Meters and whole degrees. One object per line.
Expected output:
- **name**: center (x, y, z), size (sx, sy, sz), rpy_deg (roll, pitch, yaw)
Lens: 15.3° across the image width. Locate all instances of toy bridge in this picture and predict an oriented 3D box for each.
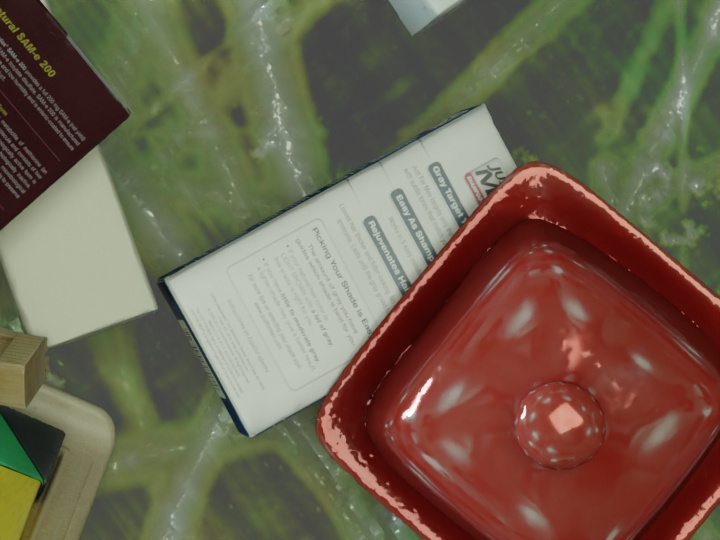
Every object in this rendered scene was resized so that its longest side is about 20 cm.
- **toy bridge**: center (-0.255, 0.033, 1.381), size (0.200, 0.067, 0.027), rpy_deg (6, 119, 14)

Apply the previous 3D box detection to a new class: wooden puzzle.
- **wooden puzzle**: center (-0.232, 0.109, 1.383), size (0.185, 0.037, 0.200), rpy_deg (24, 41, -6)

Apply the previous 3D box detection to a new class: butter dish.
- **butter dish**: center (0.100, 0.073, 1.366), size (0.199, 0.148, 0.200), rpy_deg (40, 93, 2)

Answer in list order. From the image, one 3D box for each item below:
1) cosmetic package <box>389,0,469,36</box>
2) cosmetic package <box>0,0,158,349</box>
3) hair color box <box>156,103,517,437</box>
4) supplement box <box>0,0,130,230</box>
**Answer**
- **cosmetic package**: center (0.086, -0.232, 1.473), size (0.200, 0.081, 0.113), rpy_deg (-33, 92, -9)
- **cosmetic package**: center (-0.174, -0.060, 1.420), size (0.073, 0.104, 0.200), rpy_deg (-19, 89, -6)
- **hair color box**: center (0.000, 0.000, 1.460), size (0.200, 0.061, 0.100), rpy_deg (-29, 94, -7)
- **supplement box**: center (-0.225, -0.056, 1.312), size (0.200, 0.061, 0.109), rpy_deg (-41, 125, -6)
